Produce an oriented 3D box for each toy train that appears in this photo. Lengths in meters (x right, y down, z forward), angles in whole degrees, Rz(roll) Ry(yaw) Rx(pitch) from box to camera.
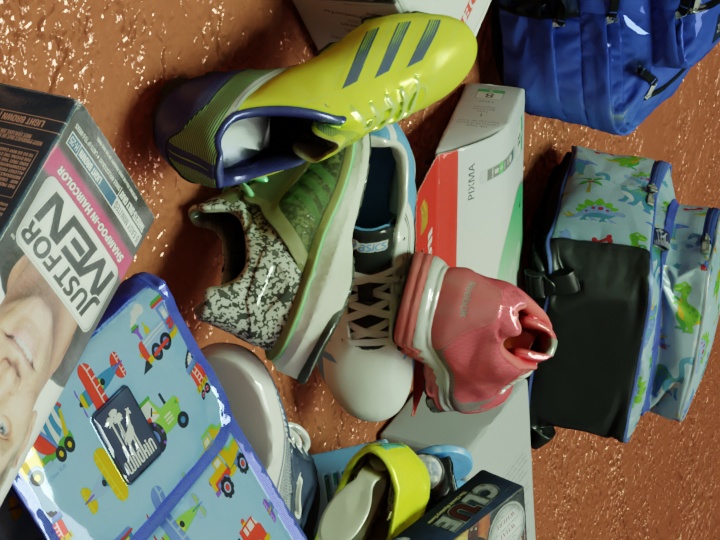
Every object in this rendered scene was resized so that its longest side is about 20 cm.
[{"bbox_3d":[0.028,0.183,1.356,0.200,0.114,0.087,74,7,-55],"label":"toy train"}]

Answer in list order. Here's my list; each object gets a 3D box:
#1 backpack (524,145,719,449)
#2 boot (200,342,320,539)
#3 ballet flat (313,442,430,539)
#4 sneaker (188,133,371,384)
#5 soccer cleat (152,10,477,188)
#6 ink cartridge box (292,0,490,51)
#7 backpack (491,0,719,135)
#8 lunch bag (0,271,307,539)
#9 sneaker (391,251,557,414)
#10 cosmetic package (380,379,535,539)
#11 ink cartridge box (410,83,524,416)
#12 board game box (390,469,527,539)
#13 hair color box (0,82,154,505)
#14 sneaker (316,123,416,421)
[{"bbox_3d":[0.199,0.012,1.560,0.200,0.146,0.184,-74,169,-54],"label":"backpack"},{"bbox_3d":[-0.064,0.107,1.203,0.090,0.073,0.201,-55,155,-49],"label":"boot"},{"bbox_3d":[-0.019,0.192,1.227,0.201,0.067,0.067,-66,156,-8],"label":"ballet flat"},{"bbox_3d":[-0.049,-0.037,1.150,0.077,0.088,0.200,127,-24,-45],"label":"sneaker"},{"bbox_3d":[-0.014,-0.086,1.108,0.200,0.084,0.065,-19,129,-27],"label":"soccer cleat"},{"bbox_3d":[0.014,-0.217,1.181,0.146,0.084,0.200,-65,152,-24],"label":"ink cartridge box"},{"bbox_3d":[0.175,-0.194,1.429,0.162,0.167,0.201,-38,138,-43],"label":"backpack"},{"bbox_3d":[-0.129,0.109,1.068,0.151,0.094,0.200,-48,130,-42],"label":"lunch bag"},{"bbox_3d":[0.082,0.051,1.284,0.200,0.087,0.074,49,54,-67],"label":"sneaker"},{"bbox_3d":[0.074,0.177,1.492,0.101,0.071,0.201,-46,140,-46],"label":"cosmetic package"},{"bbox_3d":[0.074,-0.016,1.379,0.200,0.050,0.161,-67,159,-62],"label":"ink cartridge box"},{"bbox_3d":[0.028,0.224,1.220,0.200,0.035,0.136,-33,128,-39],"label":"board game box"},{"bbox_3d":[-0.176,0.024,0.941,0.200,0.060,0.100,-64,151,-24],"label":"hair color box"},{"bbox_3d":[0.000,0.000,1.254,0.073,0.072,0.201,-91,178,-74],"label":"sneaker"}]
